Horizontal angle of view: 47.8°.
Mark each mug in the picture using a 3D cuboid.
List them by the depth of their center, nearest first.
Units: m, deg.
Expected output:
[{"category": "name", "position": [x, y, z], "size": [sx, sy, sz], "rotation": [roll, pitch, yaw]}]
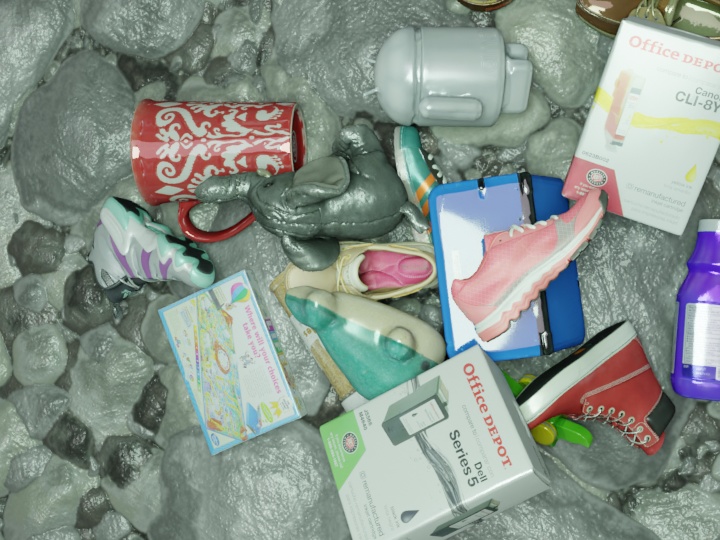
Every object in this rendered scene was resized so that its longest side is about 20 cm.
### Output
[{"category": "mug", "position": [-0.169, -0.139, 1.038], "size": [0.196, 0.179, 0.135], "rotation": [-2, 52, 7]}]

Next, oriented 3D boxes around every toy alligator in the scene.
[{"category": "toy alligator", "position": [0.185, 0.158, 0.978], "size": [0.198, 0.059, 0.055], "rotation": [34, 138, 14]}]

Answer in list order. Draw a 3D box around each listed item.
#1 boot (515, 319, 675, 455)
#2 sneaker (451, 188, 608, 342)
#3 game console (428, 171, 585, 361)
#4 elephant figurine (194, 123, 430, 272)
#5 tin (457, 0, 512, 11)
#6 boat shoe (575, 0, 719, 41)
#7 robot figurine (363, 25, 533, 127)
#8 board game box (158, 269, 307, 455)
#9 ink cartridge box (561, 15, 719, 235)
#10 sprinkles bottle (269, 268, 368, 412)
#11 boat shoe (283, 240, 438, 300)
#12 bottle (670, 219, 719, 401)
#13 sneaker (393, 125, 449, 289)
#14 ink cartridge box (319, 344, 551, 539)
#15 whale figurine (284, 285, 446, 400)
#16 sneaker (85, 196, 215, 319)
[{"category": "boot", "position": [0.268, 0.163, 0.912], "size": [0.198, 0.072, 0.146], "rotation": [-27, 86, -26]}, {"category": "sneaker", "position": [0.174, -0.022, 0.846], "size": [0.087, 0.074, 0.200], "rotation": [44, 93, 8]}, {"category": "game console", "position": [0.173, -0.003, 0.941], "size": [0.167, 0.118, 0.204], "rotation": [-7, 86, 7]}, {"category": "elephant figurine", "position": [-0.056, -0.071, 0.908], "size": [0.198, 0.154, 0.144], "rotation": [-25, 98, -34]}, {"category": "tin", "position": [0.140, -0.420, 1.006], "size": [0.110, 0.042, 0.204], "rotation": [-20, 85, 7]}, {"category": "boat shoe", "position": [0.351, -0.302, 0.939], "size": [0.196, 0.074, 0.077], "rotation": [18, 92, 11]}, {"category": "robot figurine", "position": [0.101, -0.229, 0.961], "size": [0.196, 0.171, 0.115], "rotation": [0, 128, 0]}, {"category": "board game box", "position": [-0.167, 0.119, 1.059], "size": [0.132, 0.034, 0.203], "rotation": [-23, 84, 10]}, {"category": "ink cartridge box", "position": [0.325, -0.164, 0.906], "size": [0.143, 0.083, 0.203], "rotation": [20, 113, 13]}, {"category": "sprinkles bottle", "position": [-0.036, 0.085, 1.015], "size": [0.068, 0.068, 0.202], "rotation": [-35, 82, 9]}, {"category": "boat shoe", "position": [0.000, 0.000, 0.948], "size": [0.196, 0.069, 0.075], "rotation": [-9, 92, 8]}, {"category": "bottle", "position": [0.402, 0.045, 0.925], "size": [0.082, 0.065, 0.205], "rotation": [4, 89, 11]}, {"category": "sneaker", "position": [0.096, -0.085, 0.994], "size": [0.078, 0.071, 0.204], "rotation": [-15, 94, 10]}, {"category": "ink cartridge box", "position": [0.075, 0.192, 0.842], "size": [0.198, 0.084, 0.147], "rotation": [-30, 57, 12]}, {"category": "whale figurine", "position": [0.001, 0.085, 0.906], "size": [0.198, 0.158, 0.105], "rotation": [27, 82, -32]}, {"category": "sneaker", "position": [-0.284, 0.008, 1.065], "size": [0.199, 0.077, 0.142], "rotation": [34, 100, 28]}]
